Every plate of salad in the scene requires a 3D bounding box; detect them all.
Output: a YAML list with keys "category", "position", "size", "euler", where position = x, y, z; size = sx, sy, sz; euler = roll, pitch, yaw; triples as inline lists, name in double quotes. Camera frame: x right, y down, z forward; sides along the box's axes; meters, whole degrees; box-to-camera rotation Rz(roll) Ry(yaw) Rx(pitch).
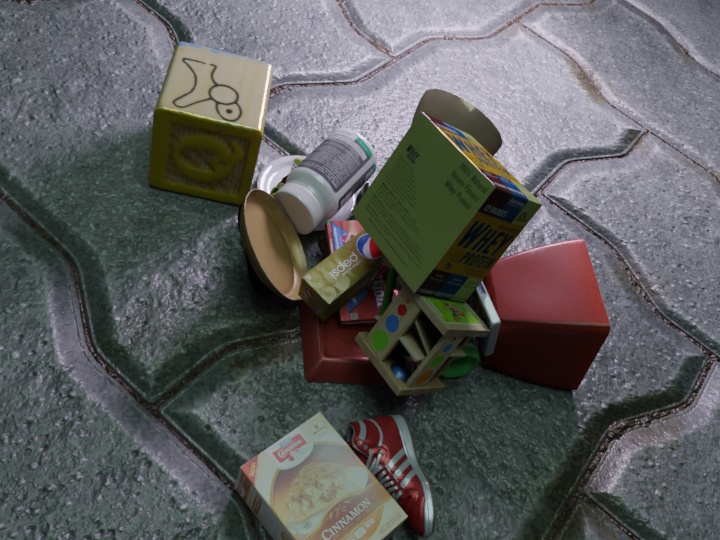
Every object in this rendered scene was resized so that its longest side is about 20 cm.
- category: "plate of salad"
  position: [-0.102, -0.161, 1.489]
  size: [0.198, 0.048, 0.201]
  euler: [10, 49, -11]

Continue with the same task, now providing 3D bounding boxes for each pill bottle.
- category: "pill bottle"
  position: [-0.066, -0.165, 1.409]
  size: [0.113, 0.113, 0.200]
  euler: [35, 56, 10]

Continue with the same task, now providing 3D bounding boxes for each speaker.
- category: "speaker"
  position: [0.145, 0.085, 1.351]
  size: [0.088, 0.089, 0.201]
  euler: [-1, 52, -21]

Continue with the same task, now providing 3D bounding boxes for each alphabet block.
- category: "alphabet block"
  position: [-0.277, -0.272, 1.419]
  size: [0.193, 0.197, 0.201]
  euler: [11, 49, -9]

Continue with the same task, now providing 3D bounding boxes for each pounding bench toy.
- category: "pounding bench toy"
  position: [0.072, 0.083, 1.224]
  size: [0.124, 0.156, 0.200]
  euler: [7, 37, -50]

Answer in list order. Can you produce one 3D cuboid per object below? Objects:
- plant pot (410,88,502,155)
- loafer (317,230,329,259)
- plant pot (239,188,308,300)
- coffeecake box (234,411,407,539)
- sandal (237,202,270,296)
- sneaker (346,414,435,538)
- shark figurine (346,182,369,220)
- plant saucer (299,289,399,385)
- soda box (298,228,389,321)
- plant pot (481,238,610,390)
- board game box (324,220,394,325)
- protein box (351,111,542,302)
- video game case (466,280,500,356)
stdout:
- category: "plant pot"
  position: [0.179, -0.264, 1.602]
  size: [0.199, 0.200, 0.135]
  euler: [33, 82, 9]
- category: "loafer"
  position: [0.018, -0.024, 1.413]
  size: [0.198, 0.073, 0.072]
  euler: [4, 60, -10]
- category: "plant pot"
  position: [-0.149, -0.040, 1.287]
  size: [0.027, 0.200, 0.201]
  euler: [-22, 49, 19]
- category: "coffeecake box"
  position: [-0.058, 0.329, 1.084]
  size: [0.153, 0.073, 0.200]
  euler: [-30, 66, -35]
- category: "sandal"
  position: [-0.177, -0.043, 1.351]
  size: [0.045, 0.075, 0.201]
  euler: [4, 48, -28]
- category: "sneaker"
  position: [0.036, 0.308, 1.136]
  size: [0.111, 0.072, 0.201]
  euler: [2, 44, -23]
- category: "shark figurine"
  position: [0.041, -0.123, 1.424]
  size: [0.128, 0.090, 0.214]
  euler: [-31, 38, -29]
- category: "plant saucer"
  position: [-0.003, 0.100, 1.318]
  size: [0.198, 0.037, 0.201]
  euler: [5, 51, -16]
- category: "soda box"
  position: [-0.011, -0.006, 1.292]
  size: [0.068, 0.064, 0.200]
  euler: [43, 61, 14]
- category: "plant pot"
  position: [0.306, 0.078, 1.354]
  size: [0.174, 0.201, 0.201]
  euler: [1, 51, -5]
- category: "board game box"
  position: [0.000, 0.000, 1.340]
  size: [0.102, 0.019, 0.202]
  euler: [-2, 61, -15]
- category: "protein box"
  position: [0.129, -0.095, 1.184]
  size: [0.134, 0.201, 0.199]
  euler: [10, 34, -46]
- category: "video game case"
  position: [0.184, 0.029, 1.284]
  size: [0.018, 0.144, 0.201]
  euler: [-18, 64, -5]
